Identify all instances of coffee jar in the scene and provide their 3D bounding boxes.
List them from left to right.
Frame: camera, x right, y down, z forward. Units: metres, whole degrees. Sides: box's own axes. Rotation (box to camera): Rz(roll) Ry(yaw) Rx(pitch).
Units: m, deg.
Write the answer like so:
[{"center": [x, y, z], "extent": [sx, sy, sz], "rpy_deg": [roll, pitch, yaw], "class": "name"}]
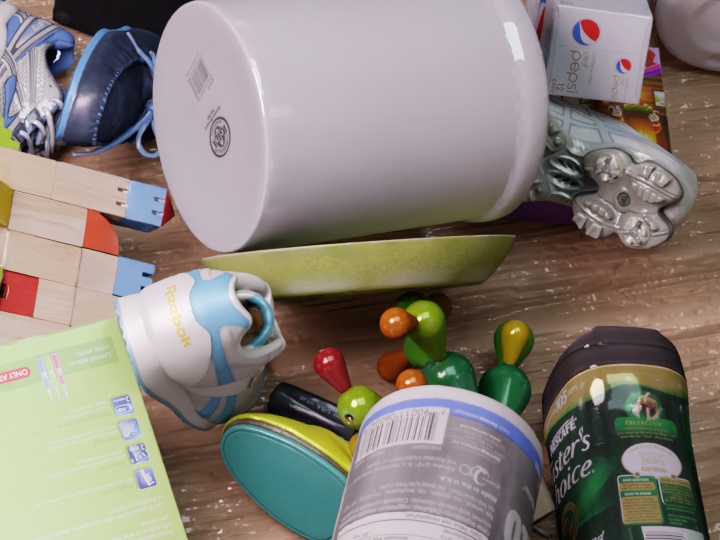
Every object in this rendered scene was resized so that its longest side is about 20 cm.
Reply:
[{"center": [0.164, 0.138, 1.677], "extent": [0.085, 0.105, 0.201], "rpy_deg": [5, 53, -12], "class": "coffee jar"}]

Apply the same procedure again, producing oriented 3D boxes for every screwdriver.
[{"center": [0.033, 0.121, 1.713], "extent": [0.199, 0.028, 0.029], "rpy_deg": [25, 24, 3], "class": "screwdriver"}]

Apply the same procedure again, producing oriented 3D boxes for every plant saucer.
[{"center": [0.000, 0.000, 1.710], "extent": [0.199, 0.200, 0.031], "rpy_deg": [-3, 89, -14], "class": "plant saucer"}]

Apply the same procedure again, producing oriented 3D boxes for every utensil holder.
[{"center": [-0.009, -0.101, 1.704], "extent": [0.199, 0.170, 0.170], "rpy_deg": [-11, 57, -29], "class": "utensil holder"}]

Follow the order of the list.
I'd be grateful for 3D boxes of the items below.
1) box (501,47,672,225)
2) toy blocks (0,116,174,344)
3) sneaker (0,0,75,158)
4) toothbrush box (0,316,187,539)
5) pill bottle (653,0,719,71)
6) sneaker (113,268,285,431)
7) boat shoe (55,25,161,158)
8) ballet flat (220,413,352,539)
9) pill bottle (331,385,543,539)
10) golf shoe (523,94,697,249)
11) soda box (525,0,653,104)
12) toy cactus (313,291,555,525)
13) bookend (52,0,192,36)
[{"center": [0.114, -0.099, 1.877], "extent": [0.199, 0.039, 0.137], "rpy_deg": [4, 54, -9], "class": "box"}, {"center": [-0.193, 0.012, 1.693], "extent": [0.136, 0.100, 0.201], "rpy_deg": [14, 75, -23], "class": "toy blocks"}, {"center": [-0.231, -0.097, 1.786], "extent": [0.085, 0.077, 0.201], "rpy_deg": [14, 54, -7], "class": "sneaker"}, {"center": [-0.187, 0.146, 1.575], "extent": [0.145, 0.086, 0.201], "rpy_deg": [-15, 77, -21], "class": "toothbrush box"}, {"center": [0.267, -0.254, 1.974], "extent": [0.113, 0.114, 0.201], "rpy_deg": [6, 54, -7], "class": "pill bottle"}, {"center": [-0.082, 0.046, 1.643], "extent": [0.080, 0.200, 0.077], "rpy_deg": [-20, 79, 8], "class": "sneaker"}, {"center": [-0.145, -0.123, 1.770], "extent": [0.068, 0.085, 0.200], "rpy_deg": [23, 22, 2], "class": "boat shoe"}, {"center": [0.005, 0.146, 1.672], "extent": [0.199, 0.067, 0.067], "rpy_deg": [33, 34, 9], "class": "ballet flat"}, {"center": [0.035, 0.175, 1.538], "extent": [0.113, 0.114, 0.201], "rpy_deg": [15, 50, 0], "class": "pill bottle"}, {"center": [0.135, -0.081, 1.815], "extent": [0.199, 0.079, 0.097], "rpy_deg": [32, 25, 16], "class": "golf shoe"}, {"center": [0.155, -0.178, 1.863], "extent": [0.068, 0.064, 0.200], "rpy_deg": [7, 23, -3], "class": "soda box"}, {"center": [0.057, 0.092, 1.685], "extent": [0.166, 0.102, 0.200], "rpy_deg": [58, 26, 11], "class": "toy cactus"}, {"center": [-0.087, -0.237, 1.903], "extent": [0.198, 0.092, 0.201], "rpy_deg": [20, 52, 1], "class": "bookend"}]
